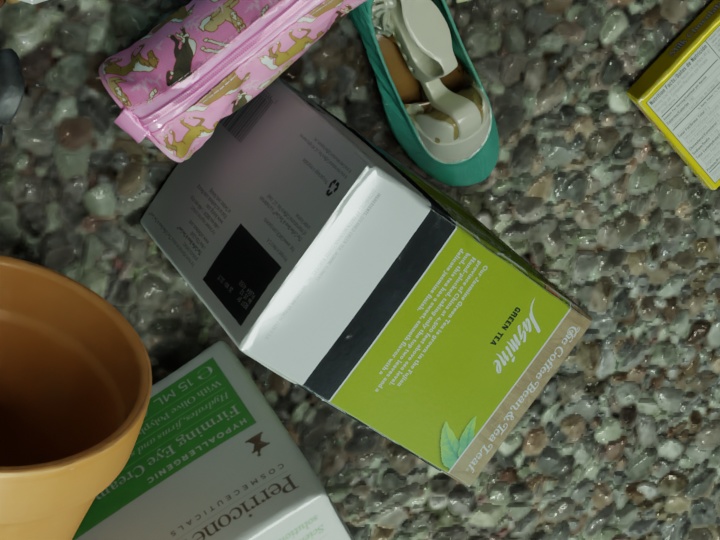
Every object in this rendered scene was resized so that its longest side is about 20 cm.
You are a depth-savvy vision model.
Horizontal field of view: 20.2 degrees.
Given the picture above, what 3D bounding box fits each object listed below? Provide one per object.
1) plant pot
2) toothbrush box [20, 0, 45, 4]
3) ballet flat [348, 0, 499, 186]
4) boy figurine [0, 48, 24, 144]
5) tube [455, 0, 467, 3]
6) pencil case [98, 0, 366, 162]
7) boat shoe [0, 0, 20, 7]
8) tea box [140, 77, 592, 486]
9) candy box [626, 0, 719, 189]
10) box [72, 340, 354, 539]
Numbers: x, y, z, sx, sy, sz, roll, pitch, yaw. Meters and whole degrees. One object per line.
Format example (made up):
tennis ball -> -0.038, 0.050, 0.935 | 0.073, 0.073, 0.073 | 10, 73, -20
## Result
plant pot -> -0.230, 0.102, 1.167 | 0.199, 0.201, 0.141 | 0, 127, -23
toothbrush box -> -0.141, -0.242, 1.092 | 0.200, 0.085, 0.147 | -31, 129, -48
ballet flat -> 0.044, -0.123, 1.288 | 0.067, 0.070, 0.201 | -33, 122, -7
boy figurine -> -0.291, -0.127, 1.143 | 0.199, 0.065, 0.125 | 20, 112, -32
tube -> 0.093, -0.267, 1.259 | 0.058, 0.052, 0.201 | 8, 122, 17
pencil case -> -0.061, -0.149, 1.201 | 0.200, 0.083, 0.086 | -37, 156, 10
boat shoe -> -0.251, -0.231, 1.113 | 0.070, 0.070, 0.201 | -24, 113, -7
tea box -> 0.000, 0.000, 1.248 | 0.196, 0.200, 0.134 | 34, 96, -33
candy box -> 0.284, -0.161, 1.402 | 0.200, 0.026, 0.102 | -46, 120, 1
box -> -0.104, 0.201, 1.293 | 0.198, 0.171, 0.201 | -32, 134, -7
